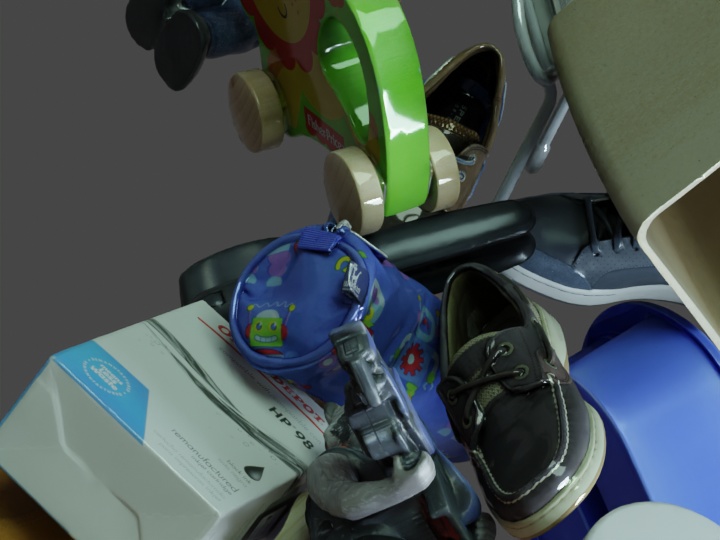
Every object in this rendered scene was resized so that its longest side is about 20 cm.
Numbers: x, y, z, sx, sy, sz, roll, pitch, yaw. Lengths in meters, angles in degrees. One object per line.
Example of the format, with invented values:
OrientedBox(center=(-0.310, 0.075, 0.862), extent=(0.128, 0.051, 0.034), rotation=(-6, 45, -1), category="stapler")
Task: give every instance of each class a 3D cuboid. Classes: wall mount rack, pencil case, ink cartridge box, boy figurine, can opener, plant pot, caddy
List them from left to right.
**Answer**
OrientedBox(center=(-0.083, 0.083, 1.422), extent=(0.116, 0.067, 0.200), rotation=(42, 23, 12), category="ink cartridge box")
OrientedBox(center=(-0.044, -0.175, 1.709), extent=(0.200, 0.065, 0.124), rotation=(-23, 64, -37), category="boy figurine")
OrientedBox(center=(0.000, 0.000, 1.544), extent=(0.199, 0.063, 0.079), rotation=(-15, 67, 0), category="can opener")
OrientedBox(center=(0.012, 0.037, 1.478), extent=(0.078, 0.200, 0.087), rotation=(21, 84, 35), category="pencil case")
OrientedBox(center=(0.094, -0.123, 1.606), extent=(0.074, 0.174, 0.200), rotation=(-8, 17, 21), category="wall mount rack")
OrientedBox(center=(0.158, 0.116, 1.488), extent=(0.105, 0.141, 0.201), rotation=(-22, 86, -31), category="caddy")
OrientedBox(center=(0.213, -0.085, 1.505), extent=(0.200, 0.200, 0.177), rotation=(-39, 49, 3), category="plant pot")

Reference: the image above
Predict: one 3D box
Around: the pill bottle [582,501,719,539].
OrientedBox(center=(0.114, 0.204, 1.369), extent=(0.114, 0.200, 0.114), rotation=(12, 49, -14), category="pill bottle")

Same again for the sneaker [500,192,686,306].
OrientedBox(center=(0.181, -0.043, 1.643), extent=(0.202, 0.146, 0.077), rotation=(6, 52, -17), category="sneaker")

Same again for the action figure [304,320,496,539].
OrientedBox(center=(-0.004, 0.122, 1.324), extent=(0.104, 0.200, 0.194), rotation=(-15, 37, 16), category="action figure")

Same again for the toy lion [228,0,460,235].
OrientedBox(center=(-0.023, -0.141, 1.556), extent=(0.068, 0.192, 0.200), rotation=(-18, 32, -21), category="toy lion")

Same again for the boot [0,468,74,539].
OrientedBox(center=(-0.146, 0.166, 1.377), extent=(0.144, 0.071, 0.201), rotation=(-18, 58, -34), category="boot")

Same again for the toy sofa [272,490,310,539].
OrientedBox(center=(-0.048, 0.204, 1.379), extent=(0.097, 0.083, 0.200), rotation=(36, 47, 13), category="toy sofa")

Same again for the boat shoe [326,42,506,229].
OrientedBox(center=(0.034, -0.060, 1.640), extent=(0.072, 0.072, 0.200), rotation=(24, 47, -3), category="boat shoe")

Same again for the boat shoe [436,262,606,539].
OrientedBox(center=(0.069, 0.059, 1.389), extent=(0.065, 0.072, 0.200), rotation=(44, 17, -21), category="boat shoe")
